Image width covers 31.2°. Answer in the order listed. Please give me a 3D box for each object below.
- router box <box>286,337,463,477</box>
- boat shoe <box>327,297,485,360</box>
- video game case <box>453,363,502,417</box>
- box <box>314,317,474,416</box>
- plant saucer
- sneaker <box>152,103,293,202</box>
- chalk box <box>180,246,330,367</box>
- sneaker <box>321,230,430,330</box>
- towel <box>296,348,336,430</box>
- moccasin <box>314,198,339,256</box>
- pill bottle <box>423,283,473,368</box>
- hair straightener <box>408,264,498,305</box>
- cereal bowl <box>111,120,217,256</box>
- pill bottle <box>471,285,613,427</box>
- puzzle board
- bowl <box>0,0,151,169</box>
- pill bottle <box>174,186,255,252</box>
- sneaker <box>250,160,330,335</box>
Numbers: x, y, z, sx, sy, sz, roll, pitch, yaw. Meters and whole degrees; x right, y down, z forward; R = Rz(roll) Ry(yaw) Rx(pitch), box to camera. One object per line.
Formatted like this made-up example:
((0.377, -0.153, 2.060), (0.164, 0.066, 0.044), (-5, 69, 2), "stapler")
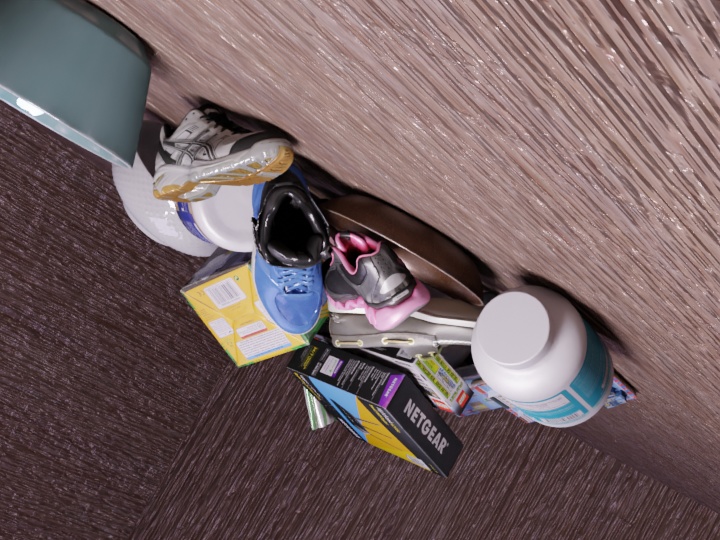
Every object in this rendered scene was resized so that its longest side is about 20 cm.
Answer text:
((0.020, 0.161, 1.518), (0.149, 0.051, 0.200), (19, 160, 35), "router box")
((0.059, 0.062, 1.385), (0.201, 0.061, 0.072), (5, -166, 23), "boat shoe")
((0.185, 0.133, 1.566), (0.199, 0.018, 0.143), (-16, 155, 21), "video game case")
((0.028, 0.105, 1.508), (0.200, 0.035, 0.110), (14, 153, 47), "box")
((0.047, -0.028, 1.328), (0.200, 0.037, 0.200), (29, 176, 2), "plant saucer")
((-0.143, -0.124, 1.258), (0.075, 0.088, 0.199), (6, 170, -43), "sneaker")
((-0.095, -0.002, 1.541), (0.124, 0.200, 0.124), (-21, 112, 39), "chalk box")
((0.000, -0.006, 1.318), (0.096, 0.079, 0.200), (55, 166, -19), "sneaker")
((-0.024, 0.109, 1.651), (0.023, 0.153, 0.200), (-9, -175, 27), "towel")
((0.000, -0.001, 1.476), (0.201, 0.078, 0.074), (46, -156, -32), "moccasin")
((0.101, 0.088, 1.624), (0.115, 0.116, 0.200), (27, 171, 28), "pill bottle")
((0.127, 0.024, 1.449), (0.200, 0.041, 0.077), (34, 175, 1), "hair straightener")
((-0.239, -0.092, 1.633), (0.200, 0.083, 0.200), (40, -160, -18), "cereal bowl")
((0.174, 0.081, 1.247), (0.111, 0.111, 0.200), (27, 174, 28), "pill bottle")
((0.241, 0.150, 1.575), (0.150, 0.017, 0.200), (-17, 154, 21), "puzzle board")
((-0.268, -0.185, 1.158), (0.200, 0.105, 0.201), (30, 175, 3), "bowl")
((-0.148, -0.083, 1.445), (0.115, 0.116, 0.200), (31, 175, -17), "pill bottle")
((-0.072, -0.009, 1.310), (0.076, 0.201, 0.111), (-6, -156, -8), "sneaker")
